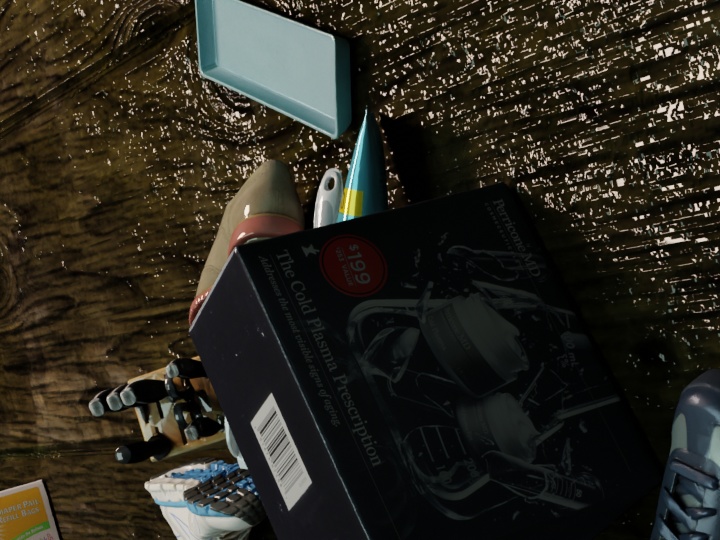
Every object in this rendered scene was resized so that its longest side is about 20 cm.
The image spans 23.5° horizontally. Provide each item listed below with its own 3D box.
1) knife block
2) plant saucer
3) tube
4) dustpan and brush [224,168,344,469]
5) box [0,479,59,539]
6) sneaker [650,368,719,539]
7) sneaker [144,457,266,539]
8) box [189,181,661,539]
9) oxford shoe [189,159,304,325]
[{"bbox_3d":[-0.132,0.103,1.271,0.200,0.175,0.064,-27,78,61],"label":"knife block"},{"bbox_3d":[-0.062,-0.149,1.200,0.200,0.019,0.070,29,127,52],"label":"plant saucer"},{"bbox_3d":[0.000,0.000,1.082,0.077,0.050,0.201,-112,27,-85],"label":"tube"},{"bbox_3d":[-0.023,0.035,1.148,0.139,0.057,0.201,3,77,27],"label":"dustpan and brush"},{"bbox_3d":[-0.418,0.307,1.927,0.200,0.112,0.102,-26,80,59],"label":"box"},{"bbox_3d":[0.168,0.151,0.861,0.070,0.082,0.201,16,116,58],"label":"sneaker"},{"bbox_3d":[-0.108,0.202,1.395,0.200,0.075,0.087,-8,103,69],"label":"sneaker"},{"bbox_3d":[0.032,0.073,0.964,0.200,0.182,0.104,64,148,20],"label":"box"},{"bbox_3d":[-0.078,-0.008,1.262,0.200,0.070,0.075,128,149,-57],"label":"oxford shoe"}]
